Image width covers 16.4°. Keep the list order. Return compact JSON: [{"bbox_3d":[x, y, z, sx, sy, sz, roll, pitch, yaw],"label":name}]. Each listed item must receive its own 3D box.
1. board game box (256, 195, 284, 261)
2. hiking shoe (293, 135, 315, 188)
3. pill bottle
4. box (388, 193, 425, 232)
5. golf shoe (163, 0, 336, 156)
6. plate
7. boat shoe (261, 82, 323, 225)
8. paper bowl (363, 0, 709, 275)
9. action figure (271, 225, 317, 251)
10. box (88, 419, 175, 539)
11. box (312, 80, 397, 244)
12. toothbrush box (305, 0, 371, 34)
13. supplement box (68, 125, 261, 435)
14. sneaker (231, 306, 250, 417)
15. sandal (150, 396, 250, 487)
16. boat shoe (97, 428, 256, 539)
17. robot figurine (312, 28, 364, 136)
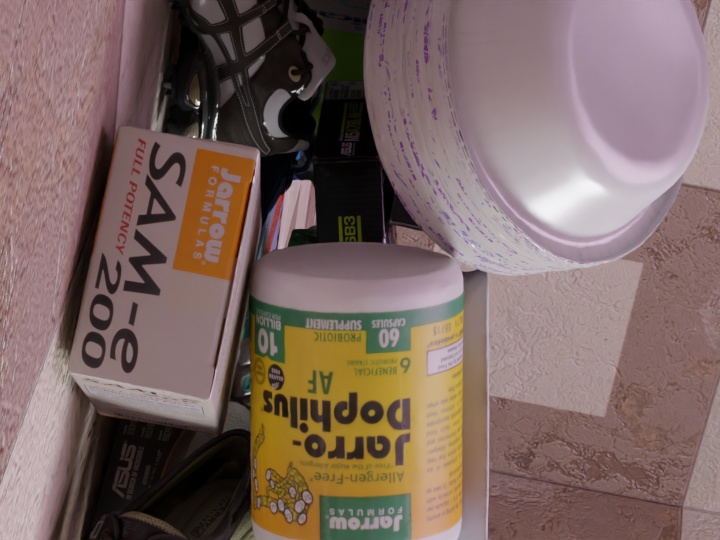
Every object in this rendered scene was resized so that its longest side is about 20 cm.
[{"bbox_3d":[-0.097,0.027,1.714,0.196,0.056,0.200,98,3,-46],"label":"board game box"},{"bbox_3d":[-0.048,-0.147,1.735,0.075,0.086,0.200,-78,178,-48],"label":"hiking shoe"},{"bbox_3d":[-0.002,0.093,1.307,0.113,0.112,0.201,-72,163,-78],"label":"pill bottle"},{"bbox_3d":[0.062,-0.125,1.460,0.160,0.043,0.201,-54,157,-83],"label":"box"},{"bbox_3d":[-0.057,-0.145,1.373,0.200,0.094,0.078,95,6,-46],"label":"golf shoe"},{"bbox_3d":[0.046,0.099,1.428,0.200,0.032,0.200,-179,-90,-85],"label":"plate"},{"bbox_3d":[-0.078,-0.069,1.526,0.200,0.084,0.069,-60,146,-42],"label":"boat shoe"},{"bbox_3d":[0.105,-0.101,1.304,0.104,0.200,0.201,-9,-117,45],"label":"paper bowl"},{"bbox_3d":[-0.041,0.021,1.672,0.200,0.054,0.119,106,-2,-63],"label":"action figure"},{"bbox_3d":[-0.126,0.140,1.532,0.158,0.050,0.201,98,3,-52],"label":"box"},{"bbox_3d":[0.000,0.000,1.506,0.200,0.047,0.194,-84,174,-72],"label":"box"},{"bbox_3d":[-0.006,-0.252,1.519,0.085,0.146,0.201,90,12,-76],"label":"toothbrush box"},{"bbox_3d":[-0.097,0.010,1.282,0.200,0.073,0.127,102,-2,-80],"label":"supplement box"},{"bbox_3d":[-0.067,0.097,1.517,0.091,0.077,0.201,-132,-143,-59],"label":"sneaker"},{"bbox_3d":[-0.088,0.161,1.398,0.082,0.054,0.200,53,45,-34],"label":"sandal"},{"bbox_3d":[-0.113,0.152,1.303,0.200,0.073,0.065,-49,144,-47],"label":"boat shoe"},{"bbox_3d":[0.028,-0.150,1.630,0.176,0.115,0.201,50,-47,52],"label":"robot figurine"}]
